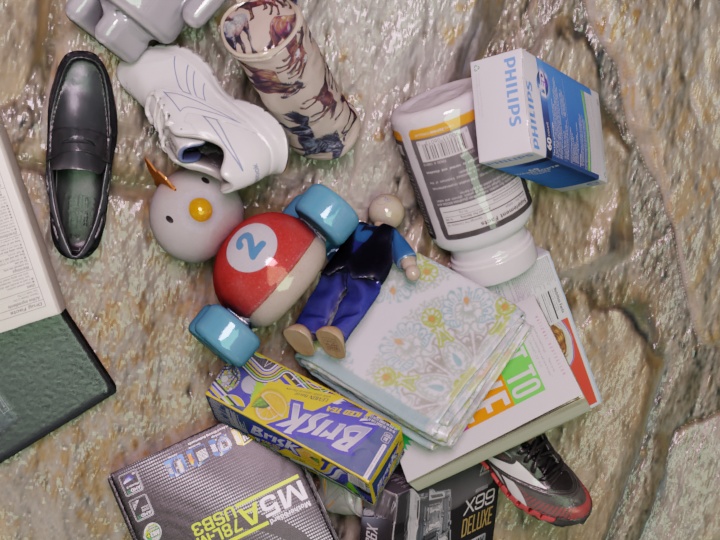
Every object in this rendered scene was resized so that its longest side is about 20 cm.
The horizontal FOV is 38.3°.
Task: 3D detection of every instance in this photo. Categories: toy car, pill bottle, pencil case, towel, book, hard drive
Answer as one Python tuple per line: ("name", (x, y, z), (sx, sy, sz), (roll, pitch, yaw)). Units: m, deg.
("toy car", (-0.140, -0.039, 1.017), (0.200, 0.177, 0.185), (40, 80, -8))
("pill bottle", (0.114, -0.091, 1.095), (0.116, 0.116, 0.201), (-24, 109, -9))
("pencil case", (-0.062, -0.182, 0.989), (0.077, 0.090, 0.200), (-12, 152, 13))
("towel", (0.054, 0.073, 1.074), (0.171, 0.199, 0.048), (-51, 152, -20))
("book", (0.121, 0.127, 1.087), (0.199, 0.134, 0.048), (-28, 146, 9))
("hard drive", (-0.369, 0.117, 1.051), (0.199, 0.033, 0.140), (-31, 109, -6))

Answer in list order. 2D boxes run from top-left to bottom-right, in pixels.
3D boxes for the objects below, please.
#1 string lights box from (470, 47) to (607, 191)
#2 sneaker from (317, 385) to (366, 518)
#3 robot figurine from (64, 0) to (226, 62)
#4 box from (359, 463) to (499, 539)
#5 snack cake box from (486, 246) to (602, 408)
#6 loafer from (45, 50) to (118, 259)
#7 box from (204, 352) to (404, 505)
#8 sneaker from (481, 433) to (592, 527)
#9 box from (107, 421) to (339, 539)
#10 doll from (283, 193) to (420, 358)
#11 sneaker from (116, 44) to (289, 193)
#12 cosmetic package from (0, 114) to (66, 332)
("string lights box", (0.187, -0.148, 1.057), (0.199, 0.059, 0.104), (8, 75, -56))
("sneaker", (-0.029, 0.174, 1.143), (0.076, 0.091, 0.202), (1, 83, -58))
("robot figurine", (-0.185, -0.293, 0.960), (0.169, 0.113, 0.201), (37, 91, 13))
("box", (0.079, 0.289, 1.162), (0.199, 0.050, 0.159), (-9, 108, -48))
("snack cake box", (0.185, 0.083, 1.182), (0.114, 0.067, 0.201), (-26, 109, -9))
("loafer", (-0.269, -0.109, 1.004), (0.068, 0.070, 0.202), (2, 103, -17))
("box", (-0.056, 0.156, 1.061), (0.199, 0.064, 0.070), (25, 64, 19))
("sneaker", (0.172, 0.193, 1.119), (0.200, 0.098, 0.071), (41, 55, 18))
("box", (-0.141, 0.266, 1.108), (0.199, 0.048, 0.194), (-23, 81, -9))
("doll", (0.000, 0.000, 1.073), (0.049, 0.136, 0.201), (60, 44, -39))
("sneaker", (-0.161, -0.146, 0.978), (0.087, 0.199, 0.075), (-39, 154, -40))
("cosmetic package", (-0.359, -0.041, 0.976), (0.103, 0.073, 0.201), (-17, 97, -10))
